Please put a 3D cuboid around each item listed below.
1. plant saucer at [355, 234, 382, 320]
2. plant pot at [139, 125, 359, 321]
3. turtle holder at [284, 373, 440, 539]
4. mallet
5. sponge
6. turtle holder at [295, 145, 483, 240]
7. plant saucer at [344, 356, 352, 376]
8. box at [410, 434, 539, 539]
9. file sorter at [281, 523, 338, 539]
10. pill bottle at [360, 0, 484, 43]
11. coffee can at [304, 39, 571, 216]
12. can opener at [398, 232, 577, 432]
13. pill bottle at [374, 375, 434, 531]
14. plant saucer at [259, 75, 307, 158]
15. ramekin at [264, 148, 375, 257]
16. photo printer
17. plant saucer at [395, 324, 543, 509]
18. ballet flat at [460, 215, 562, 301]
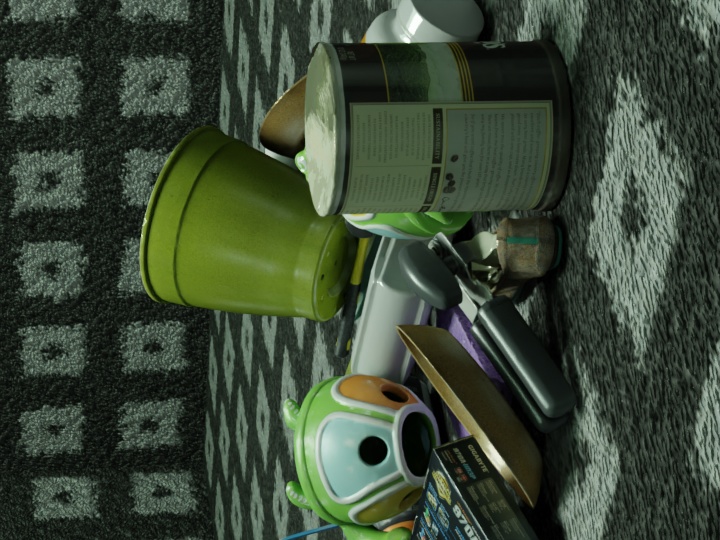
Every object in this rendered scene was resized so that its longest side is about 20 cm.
[{"bbox_3d":[0.033,-0.038,1.837,0.070,0.019,0.201,-39,-24,-56],"label":"plant saucer"},{"bbox_3d":[-0.103,-0.034,1.816,0.200,0.192,0.202,17,-90,-72],"label":"plant pot"},{"bbox_3d":[0.007,0.197,1.691,0.131,0.141,0.187,-9,64,39],"label":"turtle holder"},{"bbox_3d":[0.000,0.000,1.793,0.066,0.041,0.201,-55,-20,-51],"label":"mallet"},{"bbox_3d":[0.109,0.106,1.666,0.200,0.030,0.112,-112,24,-60],"label":"sponge"},{"bbox_3d":[0.030,-0.087,1.580,0.185,0.131,0.142,-42,-65,-51],"label":"turtle holder"},{"bbox_3d":[0.020,0.077,1.955,0.200,0.031,0.201,-157,90,-88],"label":"plant saucer"},{"bbox_3d":[0.114,0.272,1.487,0.200,0.046,0.160,57,152,36],"label":"box"},{"bbox_3d":[-0.009,0.385,1.907,0.200,0.122,0.139,64,-167,-52],"label":"file sorter"},{"bbox_3d":[0.042,-0.188,1.678,0.200,0.110,0.112,-57,32,41],"label":"pill bottle"},{"bbox_3d":[0.062,-0.121,1.427,0.146,0.199,0.147,178,90,-78],"label":"coffee can"},{"bbox_3d":[0.101,0.054,1.425,0.200,0.067,0.053,56,155,24],"label":"can opener"},{"bbox_3d":[0.040,0.221,1.837,0.107,0.105,0.201,103,161,-52],"label":"pill bottle"},{"bbox_3d":[-0.015,-0.176,1.843,0.036,0.199,0.200,59,159,17],"label":"plant saucer"},{"bbox_3d":[-0.060,-0.054,1.993,0.094,0.202,0.202,-47,16,0],"label":"ramekin"},{"bbox_3d":[0.045,0.021,1.757,0.201,0.069,0.167,103,-174,-51],"label":"photo printer"},{"bbox_3d":[0.104,0.119,1.484,0.201,0.035,0.200,53,177,5],"label":"plant saucer"},{"bbox_3d":[0.120,-0.012,1.493,0.200,0.067,0.069,126,145,-72],"label":"ballet flat"}]
